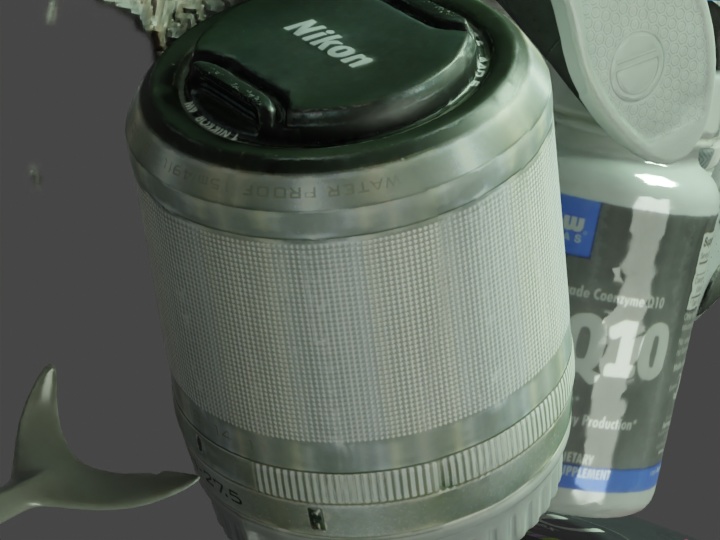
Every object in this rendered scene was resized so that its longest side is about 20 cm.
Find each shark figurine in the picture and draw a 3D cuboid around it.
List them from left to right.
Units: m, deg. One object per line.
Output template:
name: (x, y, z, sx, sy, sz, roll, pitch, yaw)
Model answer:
shark figurine: (-0.153, 0.072, 0.939, 0.214, 0.089, 0.128, 40, 74, -50)

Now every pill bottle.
pill bottle: (0.096, -0.001, 1.208, 0.114, 0.114, 0.201, -2, 106, -52)

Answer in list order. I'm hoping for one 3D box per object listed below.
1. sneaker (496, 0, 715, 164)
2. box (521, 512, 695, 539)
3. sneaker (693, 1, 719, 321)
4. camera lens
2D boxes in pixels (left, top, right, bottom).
sneaker: (0.071, -0.128, 1.116, 0.071, 0.099, 0.200, -48, 122, -16)
box: (0.095, 0.172, 1.264, 0.200, 0.122, 0.106, 8, 98, -54)
sneaker: (0.154, -0.049, 1.310, 0.115, 0.075, 0.201, -24, 134, -51)
camera lens: (0.000, 0.000, 1.041, 0.160, 0.160, 0.201, -37, 132, -38)
